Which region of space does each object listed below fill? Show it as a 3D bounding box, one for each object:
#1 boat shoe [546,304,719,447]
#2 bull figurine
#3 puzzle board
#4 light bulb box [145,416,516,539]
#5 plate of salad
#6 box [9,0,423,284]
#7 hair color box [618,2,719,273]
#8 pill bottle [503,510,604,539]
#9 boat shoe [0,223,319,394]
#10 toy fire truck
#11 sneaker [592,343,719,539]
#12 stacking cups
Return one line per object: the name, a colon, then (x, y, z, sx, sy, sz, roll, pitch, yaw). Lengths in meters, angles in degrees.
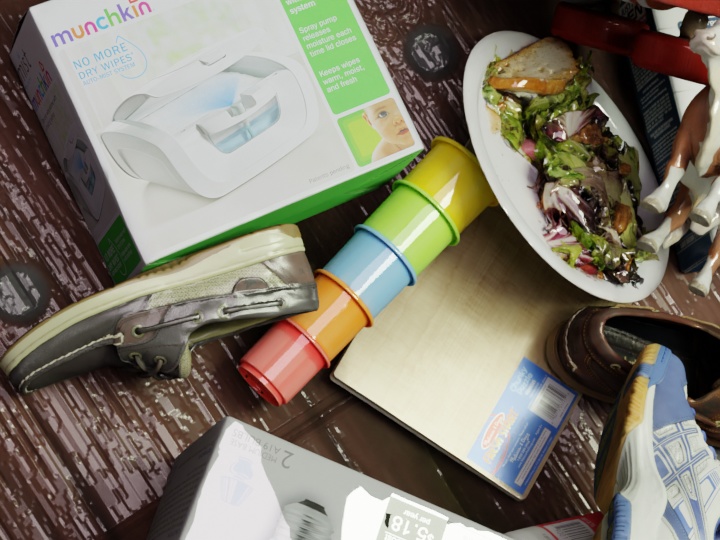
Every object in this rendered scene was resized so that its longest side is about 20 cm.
boat shoe: (0.222, 0.070, 1.442, 0.200, 0.070, 0.071, 13, 68, -22)
bull figurine: (0.221, -0.071, 1.363, 0.065, 0.200, 0.122, 27, 73, 22)
puzzle board: (0.089, 0.030, 1.449, 0.151, 0.017, 0.200, 34, 69, -7)
light bulb box: (-0.041, 0.223, 1.295, 0.198, 0.125, 0.200, 23, 68, -10)
plate of salad: (0.143, -0.074, 1.436, 0.200, 0.048, 0.200, 31, 43, -34)
box: (-0.093, -0.107, 1.390, 0.200, 0.097, 0.177, -22, 85, -20)
hair color box: (0.251, -0.106, 1.513, 0.100, 0.061, 0.201, -8, 78, -18)
pill bottle: (0.186, 0.201, 1.378, 0.199, 0.112, 0.113, -9, 78, -19)
boat shoe: (-0.120, 0.035, 1.336, 0.200, 0.073, 0.065, -25, 80, -3)
toy fire truck: (0.154, -0.196, 1.405, 0.168, 0.200, 0.112, 9, 102, -39)
sneaker: (0.189, 0.133, 1.326, 0.088, 0.075, 0.200, 15, 48, -3)
stacking cups: (0.000, 0.000, 1.396, 0.200, 0.061, 0.061, -43, 90, -15)
